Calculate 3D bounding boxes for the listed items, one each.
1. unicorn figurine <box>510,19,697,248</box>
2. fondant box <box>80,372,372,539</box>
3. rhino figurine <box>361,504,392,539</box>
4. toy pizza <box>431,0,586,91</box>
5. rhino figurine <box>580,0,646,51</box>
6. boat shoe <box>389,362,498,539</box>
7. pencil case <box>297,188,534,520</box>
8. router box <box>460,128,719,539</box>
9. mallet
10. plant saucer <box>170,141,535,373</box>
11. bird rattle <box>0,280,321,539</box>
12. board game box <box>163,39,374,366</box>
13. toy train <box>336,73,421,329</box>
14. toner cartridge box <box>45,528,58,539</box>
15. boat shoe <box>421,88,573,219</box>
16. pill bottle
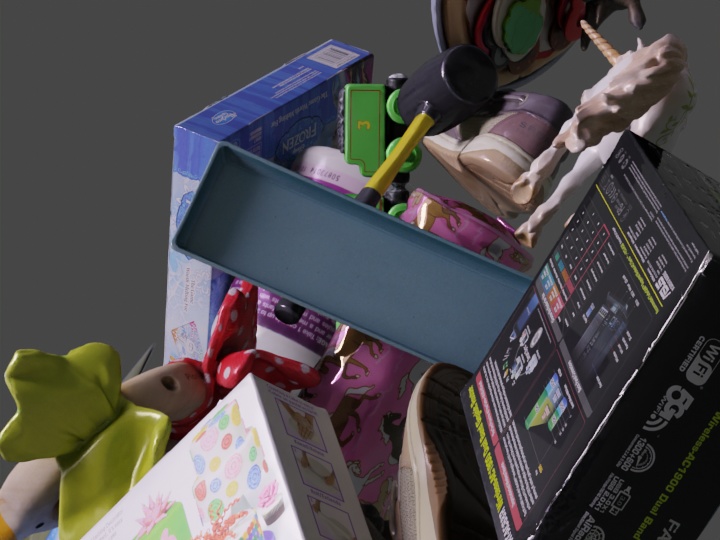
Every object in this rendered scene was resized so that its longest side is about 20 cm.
[{"bbox_3d":[0.128,-0.067,1.094,0.138,0.074,0.200,-54,6,-10],"label":"unicorn figurine"},{"bbox_3d":[-0.055,0.170,1.015,0.144,0.058,0.201,-44,43,23],"label":"fondant box"},{"bbox_3d":[-0.034,0.204,1.094,0.201,0.087,0.060,-62,10,-3],"label":"rhino figurine"},{"bbox_3d":[0.116,-0.196,1.318,0.200,0.032,0.201,-35,-40,-35],"label":"toy pizza"},{"bbox_3d":[0.175,-0.215,1.273,0.201,0.060,0.088,-60,13,19],"label":"rhino figurine"},{"bbox_3d":[0.042,0.118,1.046,0.065,0.072,0.200,-54,19,28],"label":"boat shoe"},{"bbox_3d":[0.022,0.051,1.256,0.201,0.082,0.087,-62,-6,1],"label":"pencil case"},{"bbox_3d":[0.112,0.040,0.923,0.150,0.062,0.200,-58,11,14],"label":"router box"},{"bbox_3d":[0.006,-0.046,1.258,0.200,0.041,0.066,-53,11,-20],"label":"mallet"},{"bbox_3d":[0.000,0.000,1.198,0.019,0.199,0.070,108,-174,-70],"label":"plant saucer"},{"bbox_3d":[-0.128,0.081,1.204,0.163,0.113,0.200,-42,-4,35],"label":"bird rattle"},{"bbox_3d":[-0.065,-0.041,1.585,0.200,0.043,0.200,-35,-41,-49],"label":"board game box"},{"bbox_3d":[0.010,-0.022,1.375,0.042,0.056,0.201,-124,34,-84],"label":"toy train"},{"bbox_3d":[-0.166,0.198,1.247,0.095,0.043,0.200,-56,12,24],"label":"toner cartridge box"},{"bbox_3d":[0.088,-0.076,1.323,0.065,0.072,0.200,-49,7,-2],"label":"boat shoe"},{"bbox_3d":[-0.036,0.026,1.514,0.201,0.112,0.112,-64,11,-13],"label":"pill bottle"}]
